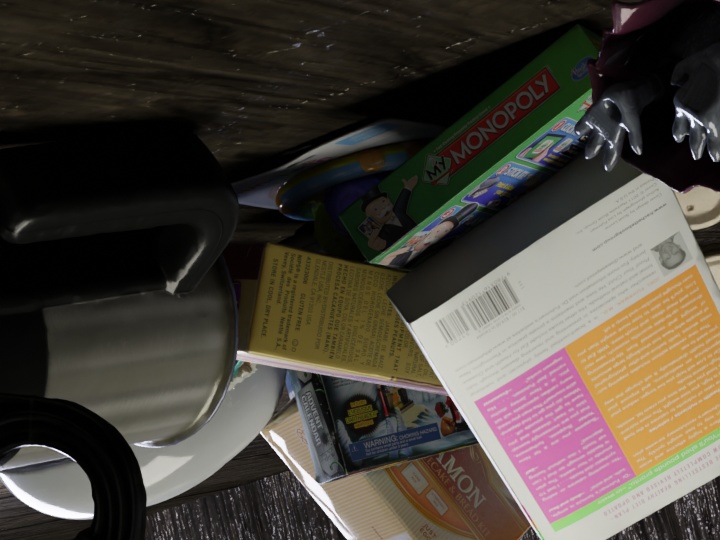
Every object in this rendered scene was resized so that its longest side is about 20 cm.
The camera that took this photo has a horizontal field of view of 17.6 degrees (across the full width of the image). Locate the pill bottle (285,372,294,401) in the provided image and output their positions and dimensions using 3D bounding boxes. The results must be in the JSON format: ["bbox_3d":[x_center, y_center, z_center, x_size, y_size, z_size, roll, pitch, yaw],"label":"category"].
[{"bbox_3d":[0.018,0.108,1.600,0.119,0.201,0.120,-16,172,-2],"label":"pill bottle"}]

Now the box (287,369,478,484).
[{"bbox_3d":[0.047,0.040,1.407,0.199,0.138,0.040,-12,172,-33],"label":"box"}]

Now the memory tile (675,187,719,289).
[{"bbox_3d":[0.169,-0.004,1.236,0.199,0.017,0.154,21,129,-17],"label":"memory tile"}]

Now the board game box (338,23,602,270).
[{"bbox_3d":[0.082,-0.047,1.075,0.134,0.029,0.200,-39,165,14],"label":"board game box"}]

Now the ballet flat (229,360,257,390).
[{"bbox_3d":[-0.117,0.042,1.370,0.199,0.072,0.072,-12,177,44],"label":"ballet flat"}]

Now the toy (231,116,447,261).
[{"bbox_3d":[0.017,-0.032,1.154,0.115,0.047,0.200,-22,171,26],"label":"toy"}]

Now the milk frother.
[{"bbox_3d":[-0.121,0.058,0.943,0.180,0.201,0.188,-27,168,39],"label":"milk frother"}]

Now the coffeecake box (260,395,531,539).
[{"bbox_3d":[0.061,0.091,1.470,0.200,0.154,0.073,-43,-173,-32],"label":"coffeecake box"}]

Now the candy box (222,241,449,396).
[{"bbox_3d":[0.004,0.027,1.144,0.199,0.057,0.116,13,174,-33],"label":"candy box"}]

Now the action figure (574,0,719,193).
[{"bbox_3d":[0.177,-0.105,0.900,0.199,0.134,0.150,-26,134,-22],"label":"action figure"}]

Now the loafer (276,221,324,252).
[{"bbox_3d":[0.000,0.000,1.297,0.063,0.072,0.199,31,-156,36],"label":"loafer"}]

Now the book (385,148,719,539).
[{"bbox_3d":[0.109,0.043,1.094,0.133,0.048,0.200,-33,134,-2],"label":"book"}]

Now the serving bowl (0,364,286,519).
[{"bbox_3d":[-0.129,0.098,1.450,0.199,0.066,0.200,-24,-165,7],"label":"serving bowl"}]
